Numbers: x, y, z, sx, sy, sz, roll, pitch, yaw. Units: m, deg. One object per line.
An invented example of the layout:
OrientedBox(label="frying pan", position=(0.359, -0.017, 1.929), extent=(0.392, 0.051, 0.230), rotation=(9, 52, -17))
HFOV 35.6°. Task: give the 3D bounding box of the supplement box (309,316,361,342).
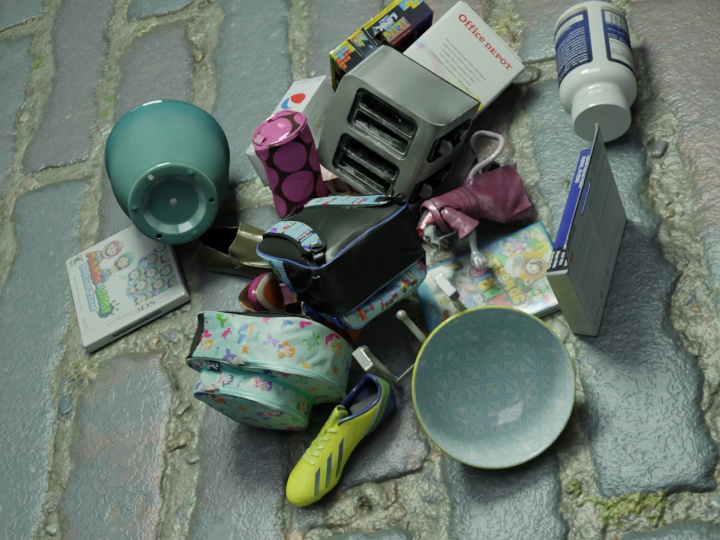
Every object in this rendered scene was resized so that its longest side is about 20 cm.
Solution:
OrientedBox(label="supplement box", position=(0.000, 0.000, 1.609), extent=(0.069, 0.067, 0.200), rotation=(11, 62, 31))

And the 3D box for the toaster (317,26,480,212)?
OrientedBox(label="toaster", position=(0.046, -0.205, 1.591), extent=(0.200, 0.181, 0.119), rotation=(35, 44, 11))

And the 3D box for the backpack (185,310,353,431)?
OrientedBox(label="backpack", position=(-0.115, 0.130, 1.492), extent=(0.200, 0.178, 0.151), rotation=(-5, 63, 25))

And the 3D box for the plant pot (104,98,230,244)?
OrientedBox(label="plant pot", position=(-0.292, -0.137, 1.726), extent=(0.200, 0.200, 0.188), rotation=(-28, 31, 3))

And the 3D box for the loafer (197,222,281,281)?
OrientedBox(label="loafer", position=(-0.169, -0.031, 1.707), extent=(0.200, 0.070, 0.075), rotation=(0, 56, 25))

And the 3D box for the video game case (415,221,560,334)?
OrientedBox(label="video game case", position=(0.180, 0.025, 1.539), extent=(0.200, 0.018, 0.143), rotation=(-23, 50, 8))

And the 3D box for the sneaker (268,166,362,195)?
OrientedBox(label="sneaker", position=(-0.062, -0.131, 1.727), extent=(0.200, 0.075, 0.105), rotation=(17, 59, 42))

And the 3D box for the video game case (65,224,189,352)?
OrientedBox(label="video game case", position=(-0.378, 0.015, 1.801), extent=(0.182, 0.024, 0.200), rotation=(-28, 49, 3))

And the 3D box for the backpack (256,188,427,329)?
OrientedBox(label="backpack", position=(-0.034, -0.022, 1.506), extent=(0.183, 0.135, 0.200), rotation=(-37, 27, -26))

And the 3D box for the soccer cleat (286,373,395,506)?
OrientedBox(label="soccer cleat", position=(-0.034, 0.215, 1.453), extent=(0.065, 0.084, 0.200), rotation=(31, 73, 38))

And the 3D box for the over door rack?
OrientedBox(label="over door rack", position=(0.065, 0.071, 1.418), extent=(0.148, 0.200, 0.067), rotation=(-43, 73, 1))

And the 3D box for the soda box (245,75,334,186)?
OrientedBox(label="soda box", position=(-0.100, -0.218, 1.740), extent=(0.064, 0.068, 0.200), rotation=(-5, 39, 31))

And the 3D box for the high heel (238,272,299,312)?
OrientedBox(label="high heel", position=(-0.151, 0.044, 1.581), extent=(0.096, 0.200, 0.067), rotation=(-12, 84, 10))

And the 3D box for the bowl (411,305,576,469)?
OrientedBox(label="bowl", position=(0.157, 0.136, 1.393), extent=(0.200, 0.200, 0.108), rotation=(-32, 6, 0))

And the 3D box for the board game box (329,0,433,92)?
OrientedBox(label="board game box", position=(0.032, -0.335, 1.758), extent=(0.165, 0.200, 0.057), rotation=(-39, 81, -6))

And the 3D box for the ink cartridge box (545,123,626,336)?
OrientedBox(label="ink cartridge box", position=(0.285, -0.050, 1.426), extent=(0.041, 0.200, 0.200), rotation=(5, 57, 27))

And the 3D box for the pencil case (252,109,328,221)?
OrientedBox(label="pencil case", position=(-0.099, -0.130, 1.616), extent=(0.094, 0.200, 0.091), rotation=(-26, 39, -14))

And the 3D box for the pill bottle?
OrientedBox(label="pill bottle", position=(0.343, -0.287, 1.633), extent=(0.111, 0.111, 0.200), rotation=(-10, 52, 18))

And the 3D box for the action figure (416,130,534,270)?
OrientedBox(label="action figure", position=(0.146, -0.092, 1.551), extent=(0.200, 0.149, 0.134), rotation=(-24, 24, -29))

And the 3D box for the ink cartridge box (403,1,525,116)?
OrientedBox(label="ink cartridge box", position=(0.127, -0.286, 1.706), extent=(0.200, 0.084, 0.145), rotation=(-44, 90, -11))
